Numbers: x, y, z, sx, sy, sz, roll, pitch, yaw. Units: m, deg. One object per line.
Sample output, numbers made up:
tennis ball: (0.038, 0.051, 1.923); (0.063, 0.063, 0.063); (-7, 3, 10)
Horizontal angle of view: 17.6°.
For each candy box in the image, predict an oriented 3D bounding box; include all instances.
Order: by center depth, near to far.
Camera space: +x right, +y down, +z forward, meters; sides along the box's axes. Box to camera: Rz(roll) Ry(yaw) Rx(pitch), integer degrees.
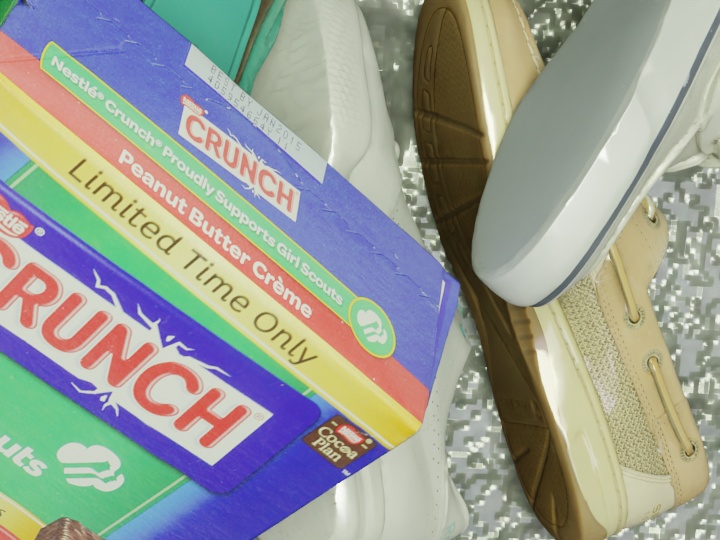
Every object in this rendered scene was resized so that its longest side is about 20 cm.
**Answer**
candy box: (-0.099, 0.022, 0.708); (0.169, 0.077, 0.200); (40, 125, -20)

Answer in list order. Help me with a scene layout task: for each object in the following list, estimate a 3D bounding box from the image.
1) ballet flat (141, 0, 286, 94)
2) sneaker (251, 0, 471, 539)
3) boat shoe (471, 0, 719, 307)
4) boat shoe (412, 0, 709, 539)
ballet flat: (-0.044, -0.113, 0.762); (0.067, 0.070, 0.201); (30, 80, -19)
sneaker: (0.000, 0.000, 0.798); (0.088, 0.075, 0.202); (0, 85, -40)
boat shoe: (0.107, -0.066, 0.744); (0.070, 0.071, 0.201); (36, 72, -21)
boat shoe: (0.070, -0.007, 0.802); (0.064, 0.071, 0.201); (-19, 103, -16)
